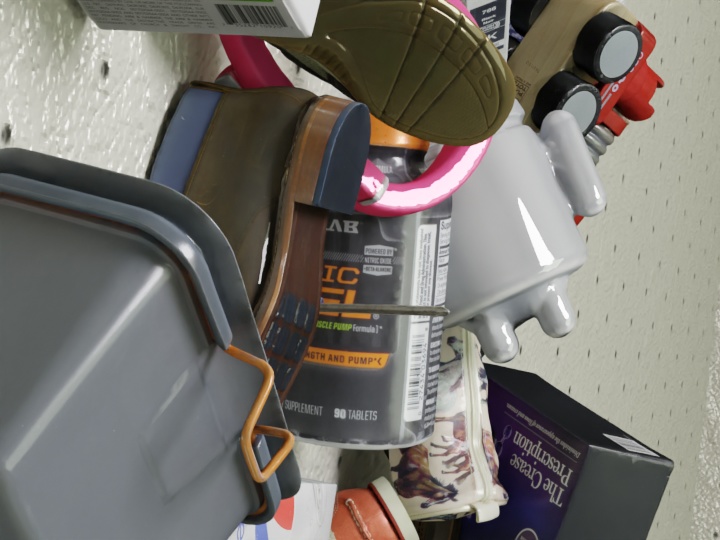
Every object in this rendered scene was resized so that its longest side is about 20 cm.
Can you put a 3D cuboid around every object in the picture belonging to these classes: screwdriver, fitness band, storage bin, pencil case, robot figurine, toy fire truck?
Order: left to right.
[{"bbox_3d":[-0.114,0.075,0.744,0.134,0.145,0.200,-56,149,-34],"label":"storage bin"},{"bbox_3d":[-0.015,0.016,0.949,0.028,0.200,0.029,-24,98,-32],"label":"screwdriver"},{"bbox_3d":[-0.003,-0.121,0.996,0.200,0.037,0.144,44,61,-23],"label":"fitness band"},{"bbox_3d":[0.055,0.077,1.234,0.078,0.089,0.201,2,75,-29],"label":"pencil case"},{"bbox_3d":[0.072,-0.040,1.161,0.113,0.169,0.201,57,10,-85],"label":"robot figurine"},{"bbox_3d":[0.154,-0.103,1.324,0.200,0.129,0.176,30,95,-47],"label":"toy fire truck"}]

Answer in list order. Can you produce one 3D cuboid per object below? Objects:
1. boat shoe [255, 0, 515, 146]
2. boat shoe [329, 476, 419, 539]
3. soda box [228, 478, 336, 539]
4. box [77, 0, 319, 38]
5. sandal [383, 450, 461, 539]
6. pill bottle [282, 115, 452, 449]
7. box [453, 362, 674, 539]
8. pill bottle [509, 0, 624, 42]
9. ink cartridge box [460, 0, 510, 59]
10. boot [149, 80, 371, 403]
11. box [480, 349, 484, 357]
[{"bbox_3d":[-0.007,-0.131,0.930,0.072,0.200,0.066,-58,-152,13],"label":"boat shoe"},{"bbox_3d":[0.001,0.187,1.205,0.071,0.062,0.200,57,-8,14],"label":"boat shoe"},{"bbox_3d":[-0.078,0.139,0.957,0.200,0.068,0.064,23,75,-70],"label":"soda box"},{"bbox_3d":[-0.065,-0.217,0.806,0.101,0.112,0.201,57,43,-60],"label":"box"},{"bbox_3d":[0.039,0.123,1.305,0.082,0.054,0.201,-21,-121,61],"label":"sandal"},{"bbox_3d":[0.000,0.000,1.079,0.106,0.106,0.201,-14,109,-70],"label":"pill bottle"},{"bbox_3d":[0.120,0.161,1.276,0.200,0.079,0.142,32,-73,62],"label":"box"},{"bbox_3d":[0.151,-0.219,1.428,0.120,0.119,0.201,-46,139,-61],"label":"pill bottle"},{"bbox_3d":[0.065,-0.212,1.172,0.200,0.039,0.100,81,-13,-69],"label":"ink cartridge box"},{"bbox_3d":[-0.070,-0.003,0.925,0.201,0.097,0.075,-70,160,-4],"label":"boot"},{"bbox_3d":[0.102,-0.035,1.456,0.200,0.049,0.160,-47,142,-61],"label":"box"}]
